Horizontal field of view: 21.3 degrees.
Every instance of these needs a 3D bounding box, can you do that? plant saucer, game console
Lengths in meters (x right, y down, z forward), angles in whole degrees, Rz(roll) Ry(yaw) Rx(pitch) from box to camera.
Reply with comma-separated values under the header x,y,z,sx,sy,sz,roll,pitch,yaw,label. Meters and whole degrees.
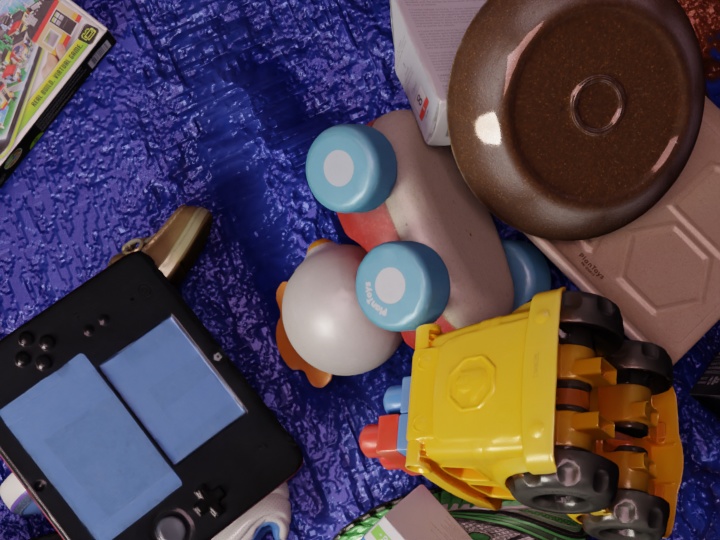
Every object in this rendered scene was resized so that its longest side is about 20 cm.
x,y,z,sx,sy,sz,roll,pitch,yaw,label
0.158,-0.116,1.323,0.199,0.037,0.202,-4,103,-19,plant saucer
-0.162,0.107,1.339,0.176,0.031,0.200,-36,83,-21,game console

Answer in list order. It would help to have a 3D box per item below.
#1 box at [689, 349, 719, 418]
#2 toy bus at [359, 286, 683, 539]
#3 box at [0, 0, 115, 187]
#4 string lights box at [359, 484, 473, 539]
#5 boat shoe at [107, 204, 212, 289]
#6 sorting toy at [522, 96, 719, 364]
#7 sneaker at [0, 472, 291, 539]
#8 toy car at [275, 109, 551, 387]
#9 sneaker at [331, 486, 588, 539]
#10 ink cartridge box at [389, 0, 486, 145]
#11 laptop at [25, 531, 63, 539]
x,y,z,sx,sy,sz,roll,pitch,yaw,label
0.372,0.075,1.352,0.200,0.104,0.183,37,86,-1,box
0.106,0.111,1.302,0.191,0.200,0.137,-11,62,31,toy bus
-0.294,-0.135,1.478,0.110,0.035,0.201,37,85,9,box
0.009,0.252,1.333,0.103,0.059,0.200,47,124,9,string lights box
-0.189,0.023,1.430,0.063,0.073,0.201,40,93,4,boat shoe
0.216,-0.048,1.408,0.185,0.037,0.200,45,65,9,sorting toy
-0.149,0.180,1.396,0.199,0.081,0.147,-23,76,-5,sneaker
0.000,0.000,1.394,0.199,0.184,0.178,-31,76,29,toy car
0.071,0.197,1.381,0.198,0.078,0.086,-12,81,2,sneaker
0.097,-0.175,1.408,0.161,0.050,0.201,-4,45,-18,ink cartridge box
-0.211,0.284,1.346,0.199,0.116,0.189,-22,79,28,laptop
